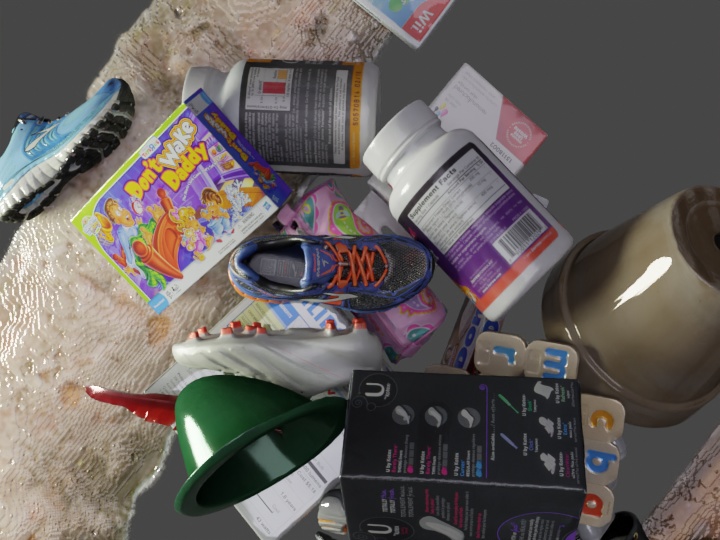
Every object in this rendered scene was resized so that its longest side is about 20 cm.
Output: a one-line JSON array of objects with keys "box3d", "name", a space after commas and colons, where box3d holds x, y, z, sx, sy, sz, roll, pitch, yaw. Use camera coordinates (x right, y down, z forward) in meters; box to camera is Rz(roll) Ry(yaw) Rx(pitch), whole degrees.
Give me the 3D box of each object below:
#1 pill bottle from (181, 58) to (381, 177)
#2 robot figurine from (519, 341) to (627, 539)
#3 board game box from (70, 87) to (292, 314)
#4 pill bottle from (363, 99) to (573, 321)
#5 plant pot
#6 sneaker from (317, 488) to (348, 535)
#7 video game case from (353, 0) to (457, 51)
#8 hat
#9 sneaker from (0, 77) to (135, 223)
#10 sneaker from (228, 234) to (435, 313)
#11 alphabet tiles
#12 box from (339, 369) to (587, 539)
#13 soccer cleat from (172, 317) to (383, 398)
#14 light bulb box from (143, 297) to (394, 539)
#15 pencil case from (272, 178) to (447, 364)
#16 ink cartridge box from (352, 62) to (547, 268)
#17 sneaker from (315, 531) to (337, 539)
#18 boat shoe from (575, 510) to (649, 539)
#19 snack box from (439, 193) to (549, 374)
[{"box3d": [-0.078, -0.159, 0.985, 0.195, 0.116, 0.119, 3, 88, 3], "name": "pill bottle"}, {"box3d": [0.183, 0.175, 0.959, 0.168, 0.112, 0.203, -26, 87, 30], "name": "robot figurine"}, {"box3d": [-0.184, -0.065, 0.965, 0.199, 0.045, 0.135, -38, 102, 29], "name": "board game box"}, {"box3d": [0.097, -0.061, 0.903, 0.111, 0.111, 0.200, -43, 82, 1], "name": "pill bottle"}, {"box3d": [0.292, 0.020, 0.887, 0.195, 0.174, 0.204, 8, 58, -14], "name": "plant pot"}, {"box3d": [0.027, 0.227, 0.944, 0.077, 0.199, 0.079, 0, 76, 35], "name": "sneaker"}, {"box3d": [0.029, -0.357, 1.035, 0.199, 0.017, 0.144, 39, 90, 4], "name": "video game case"}, {"box3d": [-0.133, 0.102, 0.852, 0.197, 0.167, 0.178, -25, 66, -19], "name": "hat"}, {"box3d": [-0.331, -0.144, 1.020, 0.199, 0.078, 0.090, -39, 83, 1], "name": "sneaker"}, {"box3d": [-0.029, 0.001, 0.873, 0.195, 0.078, 0.077, -3, 84, 3], "name": "sneaker"}, {"box3d": [0.147, 0.163, 0.902, 0.191, 0.015, 0.205, 8, 98, 20], "name": "alphabet tiles"}, {"box3d": [0.086, 0.164, 0.815, 0.195, 0.124, 0.108, 2, 50, 6], "name": "box"}, {"box3d": [-0.076, 0.087, 0.878, 0.195, 0.069, 0.080, -2, 94, 2], "name": "soccer cleat"}, {"box3d": [-0.073, 0.129, 0.970, 0.199, 0.125, 0.199, -41, 86, 0], "name": "light bulb box"}, {"box3d": [0.000, 0.000, 0.988, 0.087, 0.087, 0.200, -42, 89, 1], "name": "pencil case"}, {"box3d": [0.087, -0.096, 0.997, 0.116, 0.067, 0.201, 40, 91, 4], "name": "ink cartridge box"}, {"box3d": [-0.007, 0.301, 0.932, 0.112, 0.201, 0.076, 26, 58, 8], "name": "sneaker"}, {"box3d": [0.204, 0.313, 0.968, 0.199, 0.074, 0.064, -28, 105, -4], "name": "boat shoe"}, {"box3d": [0.137, 0.018, 0.987, 0.024, 0.072, 0.204, 21, 89, -16], "name": "snack box"}]
